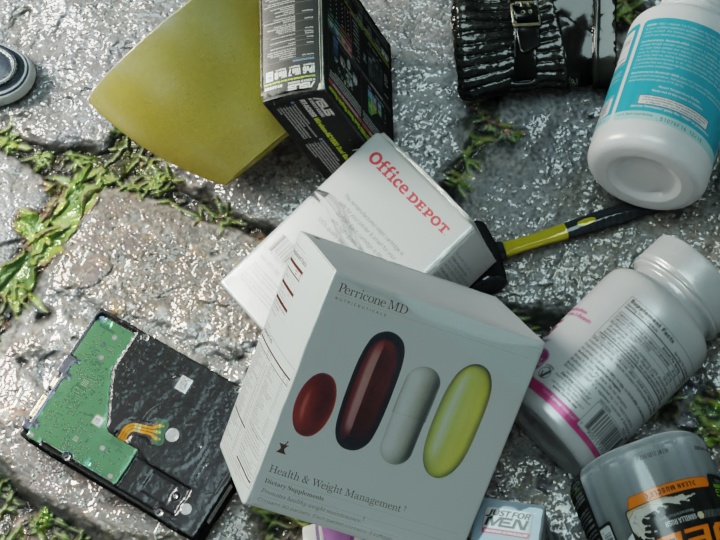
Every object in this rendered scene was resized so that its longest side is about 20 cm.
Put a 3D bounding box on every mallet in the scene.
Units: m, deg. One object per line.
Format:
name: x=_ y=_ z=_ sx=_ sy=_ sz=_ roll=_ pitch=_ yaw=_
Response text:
mallet: x=0.182 y=-0.025 z=1.684 sx=0.199 sy=0.041 sz=0.066 roll=-11 pitch=65 yaw=0

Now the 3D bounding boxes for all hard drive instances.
hard drive: x=-0.190 y=0.139 z=1.671 sx=0.199 sy=0.038 sz=0.140 roll=27 pitch=74 yaw=18

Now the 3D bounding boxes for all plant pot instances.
plant pot: x=-0.131 y=-0.166 z=1.724 sx=0.200 sy=0.200 sz=0.142 roll=-40 pitch=92 yaw=-9

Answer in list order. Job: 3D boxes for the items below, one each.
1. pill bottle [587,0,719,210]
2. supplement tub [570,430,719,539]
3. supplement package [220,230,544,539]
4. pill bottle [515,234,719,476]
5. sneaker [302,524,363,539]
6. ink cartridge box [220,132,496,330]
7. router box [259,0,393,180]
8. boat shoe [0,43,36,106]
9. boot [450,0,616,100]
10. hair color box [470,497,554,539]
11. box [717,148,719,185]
pill bottle: x=0.282 y=-0.163 z=1.676 sx=0.110 sy=0.111 sz=0.201 roll=14 pitch=63 yaw=15
supplement tub: x=0.258 y=0.243 z=1.509 sx=0.122 sy=0.123 sz=0.201 roll=-20 pitch=66 yaw=0
supplement package: x=0.014 y=0.103 z=1.518 sx=0.190 sy=0.147 sz=0.201 roll=18 pitch=99 yaw=-16
pill bottle: x=0.223 y=0.071 z=1.592 sx=0.200 sy=0.113 sz=0.113 roll=-43 pitch=68 yaw=-11
sneaker: x=0.019 y=0.298 z=1.554 sx=0.114 sy=0.073 sz=0.201 roll=-9 pitch=66 yaw=2
ink cartridge box: x=0.000 y=0.000 z=1.651 sx=0.200 sy=0.083 sz=0.145 roll=-43 pitch=59 yaw=-1
router box: x=-0.028 y=-0.179 z=1.691 sx=0.062 sy=0.200 sz=0.151 roll=-10 pitch=65 yaw=17
boat shoe: x=-0.424 y=-0.217 z=1.829 sx=0.199 sy=0.091 sz=0.071 roll=11 pitch=69 yaw=13
boot: x=0.163 y=-0.262 z=1.761 sx=0.157 sy=0.079 sz=0.212 roll=-1 pitch=68 yaw=9
hair color box: x=0.113 y=0.298 z=1.522 sx=0.060 sy=0.099 sz=0.201 roll=7 pitch=68 yaw=13
box: x=0.426 y=-0.064 z=1.646 sx=0.199 sy=0.060 sz=0.117 roll=-11 pitch=66 yaw=5
